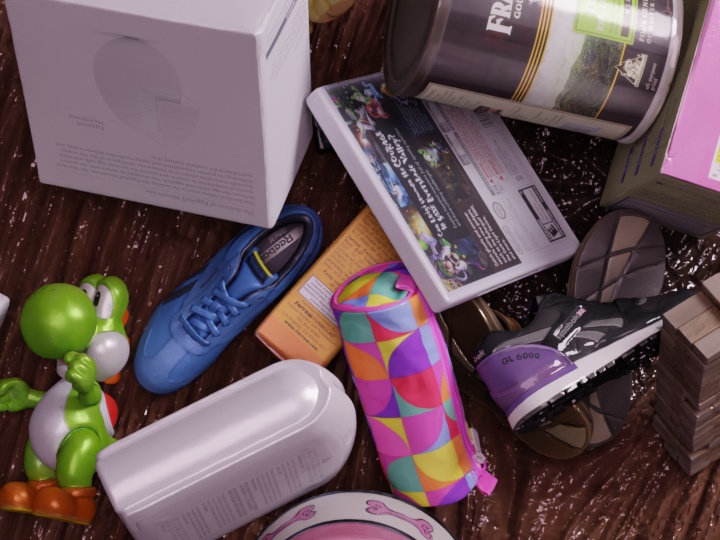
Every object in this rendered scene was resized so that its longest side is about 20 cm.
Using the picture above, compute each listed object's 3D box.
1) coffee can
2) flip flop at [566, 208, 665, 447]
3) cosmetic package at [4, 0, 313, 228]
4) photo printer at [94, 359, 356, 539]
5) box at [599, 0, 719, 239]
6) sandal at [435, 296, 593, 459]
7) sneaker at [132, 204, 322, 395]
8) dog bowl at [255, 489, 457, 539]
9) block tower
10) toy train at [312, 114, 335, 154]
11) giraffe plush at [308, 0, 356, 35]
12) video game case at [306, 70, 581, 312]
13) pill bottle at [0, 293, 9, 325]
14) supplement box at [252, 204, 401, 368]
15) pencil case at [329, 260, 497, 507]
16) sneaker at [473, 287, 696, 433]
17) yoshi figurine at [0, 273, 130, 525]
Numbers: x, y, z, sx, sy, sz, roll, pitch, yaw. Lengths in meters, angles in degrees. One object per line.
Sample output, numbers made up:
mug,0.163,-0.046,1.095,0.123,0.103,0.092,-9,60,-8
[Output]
coffee can,0.134,-0.190,1.469,0.199,0.146,0.147,10,84,-15
flip flop,0.199,0.046,1.545,0.081,0.058,0.201,6,99,-15
cosmetic package,-0.148,-0.157,1.425,0.198,0.200,0.123,12,47,11
photo printer,-0.097,0.146,1.453,0.199,0.167,0.070,-26,67,-6
box,0.282,-0.131,1.492,0.096,0.200,0.177,18,83,-5
sandal,0.116,0.071,1.526,0.200,0.054,0.080,43,127,8
sneaker,-0.110,0.020,1.507,0.200,0.078,0.066,-44,92,-6
dog bowl,-0.005,0.278,1.465,0.199,0.074,0.201,1,99,4
block tower,0.272,0.087,1.477,0.058,0.200,0.054,-30,58,-15
toy train,-0.082,-0.107,1.544,0.199,0.034,0.046,-10,96,-6
giraffe plush,-0.103,-0.293,1.511,0.172,0.200,0.163,-13,53,4
video game case,0.069,-0.075,1.491,0.181,0.023,0.200,-20,74,-46
pill bottle,-0.383,0.009,1.467,0.199,0.109,0.110,28,83,-2
supplement box,0.000,0.000,1.523,0.069,0.067,0.200,40,83,0
pencil case,0.042,0.093,1.476,0.088,0.088,0.201,-24,114,-7
sneaker,0.180,0.044,1.471,0.199,0.076,0.088,-26,71,-26
yoshi figurine,-0.242,0.095,1.475,0.112,0.112,0.201,11,81,3
